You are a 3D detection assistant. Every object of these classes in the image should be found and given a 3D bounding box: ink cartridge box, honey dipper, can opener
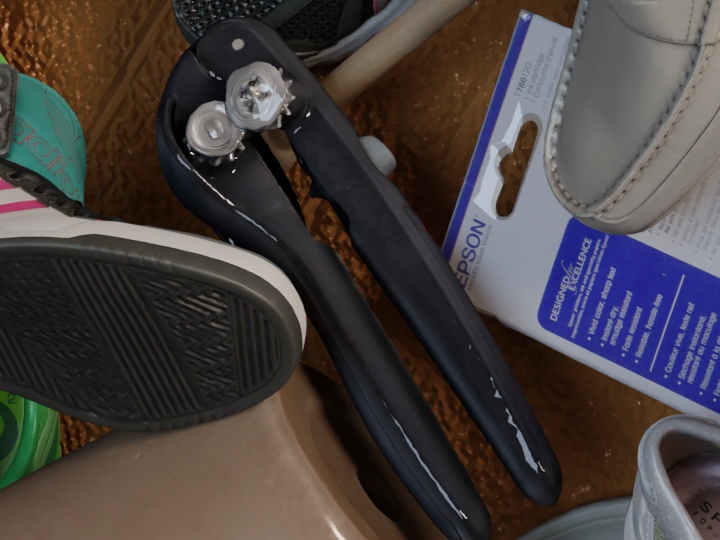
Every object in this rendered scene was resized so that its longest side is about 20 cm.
[{"bbox_3d":[0.122,-0.002,0.899,0.199,0.039,0.100,27,106,28],"label":"ink cartridge box"},{"bbox_3d":[0.016,-0.079,0.942,0.200,0.038,0.038,-34,73,47],"label":"honey dipper"},{"bbox_3d":[0.000,0.000,0.932,0.063,0.079,0.200,-40,65,2],"label":"can opener"}]

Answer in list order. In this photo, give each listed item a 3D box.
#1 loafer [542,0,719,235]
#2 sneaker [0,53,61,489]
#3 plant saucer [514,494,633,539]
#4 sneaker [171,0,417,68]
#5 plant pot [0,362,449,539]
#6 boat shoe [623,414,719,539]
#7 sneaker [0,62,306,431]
[{"bbox_3d":[0.090,-0.099,0.825,0.070,0.069,0.201,45,126,41],"label":"loafer"},{"bbox_3d":[-0.140,-0.003,1.037,0.074,0.084,0.202,-13,91,-7],"label":"sneaker"},{"bbox_3d":[0.088,0.172,0.921,0.199,0.050,0.202,1,92,34],"label":"plant saucer"},{"bbox_3d":[0.006,-0.134,0.941,0.200,0.086,0.081,-35,72,30],"label":"sneaker"},{"bbox_3d":[-0.054,0.126,0.941,0.174,0.200,0.201,-39,71,14],"label":"plant pot"},{"bbox_3d":[0.157,0.117,0.845,0.074,0.065,0.202,-43,69,-11],"label":"boat shoe"},{"bbox_3d":[-0.099,-0.011,0.940,0.198,0.121,0.084,3,128,18],"label":"sneaker"}]
